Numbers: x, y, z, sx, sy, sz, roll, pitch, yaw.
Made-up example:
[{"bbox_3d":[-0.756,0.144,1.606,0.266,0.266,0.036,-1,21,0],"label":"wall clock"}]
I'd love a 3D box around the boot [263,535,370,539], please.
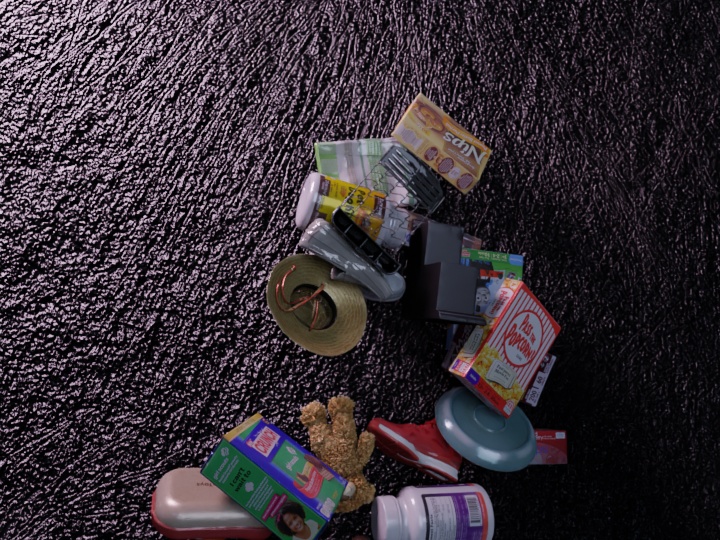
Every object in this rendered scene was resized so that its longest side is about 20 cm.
[{"bbox_3d":[-0.091,0.484,1.017,0.200,0.068,0.189,42,79,-25],"label":"boot"}]

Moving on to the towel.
[{"bbox_3d":[0.012,-0.195,1.260,0.197,0.031,0.151,-7,79,-20],"label":"towel"}]

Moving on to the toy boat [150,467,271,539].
[{"bbox_3d":[-0.233,0.399,0.999,0.197,0.131,0.132,6,105,-17],"label":"toy boat"}]

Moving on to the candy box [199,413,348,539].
[{"bbox_3d":[-0.129,0.325,0.982,0.199,0.169,0.077,34,95,7],"label":"candy box"}]

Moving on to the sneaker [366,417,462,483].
[{"bbox_3d":[0.108,0.299,1.162,0.199,0.078,0.116,36,56,-15],"label":"sneaker"}]

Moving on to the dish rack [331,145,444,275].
[{"bbox_3d":[0.055,-0.113,1.107,0.153,0.055,0.200,42,84,-16],"label":"dish rack"}]

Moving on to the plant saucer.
[{"bbox_3d":[0.235,0.280,1.154,0.198,0.028,0.201,13,31,-8],"label":"plant saucer"}]

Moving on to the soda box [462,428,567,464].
[{"bbox_3d":[0.295,0.338,1.205,0.197,0.070,0.064,5,79,-18],"label":"soda box"}]

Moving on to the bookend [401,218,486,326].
[{"bbox_3d":[0.158,-0.004,1.156,0.091,0.199,0.203,8,83,-14],"label":"bookend"}]

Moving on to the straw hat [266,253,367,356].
[{"bbox_3d":[-0.093,0.071,1.125,0.199,0.085,0.203,17,58,-28],"label":"straw hat"}]

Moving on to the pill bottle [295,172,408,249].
[{"bbox_3d":[-0.014,-0.104,1.174,0.198,0.109,0.111,15,72,-16],"label":"pill bottle"}]

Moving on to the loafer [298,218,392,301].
[{"bbox_3d":[-0.025,-0.008,1.122,0.200,0.070,0.070,42,90,-16],"label":"loafer"}]

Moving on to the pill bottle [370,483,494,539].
[{"bbox_3d":[0.124,0.437,1.101,0.197,0.111,0.113,4,76,-17],"label":"pill bottle"}]

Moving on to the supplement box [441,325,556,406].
[{"bbox_3d":[0.268,0.177,1.213,0.198,0.061,0.110,22,93,-18],"label":"supplement box"}]

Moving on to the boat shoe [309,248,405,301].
[{"bbox_3d":[0.000,-0.002,1.189,0.200,0.065,0.075,28,70,-10],"label":"boat shoe"}]

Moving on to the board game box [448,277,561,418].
[{"bbox_3d":[0.264,0.140,1.129,0.151,0.046,0.201,42,75,-32],"label":"board game box"}]

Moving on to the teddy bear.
[{"bbox_3d":[-0.040,0.320,1.093,0.143,0.067,0.203,5,78,-11],"label":"teddy bear"}]

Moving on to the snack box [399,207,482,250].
[{"bbox_3d":[0.151,-0.061,1.277,0.198,0.024,0.073,20,75,-14],"label":"snack box"}]

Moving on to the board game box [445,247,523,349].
[{"bbox_3d":[0.251,0.063,1.262,0.149,0.037,0.203,6,85,-17],"label":"board game box"}]

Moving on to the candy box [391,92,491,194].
[{"bbox_3d":[0.171,-0.264,1.300,0.199,0.055,0.116,38,48,-8],"label":"candy box"}]
